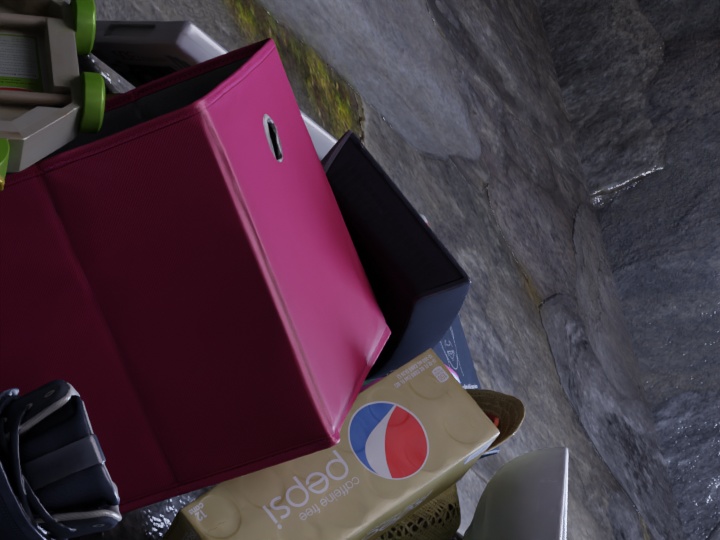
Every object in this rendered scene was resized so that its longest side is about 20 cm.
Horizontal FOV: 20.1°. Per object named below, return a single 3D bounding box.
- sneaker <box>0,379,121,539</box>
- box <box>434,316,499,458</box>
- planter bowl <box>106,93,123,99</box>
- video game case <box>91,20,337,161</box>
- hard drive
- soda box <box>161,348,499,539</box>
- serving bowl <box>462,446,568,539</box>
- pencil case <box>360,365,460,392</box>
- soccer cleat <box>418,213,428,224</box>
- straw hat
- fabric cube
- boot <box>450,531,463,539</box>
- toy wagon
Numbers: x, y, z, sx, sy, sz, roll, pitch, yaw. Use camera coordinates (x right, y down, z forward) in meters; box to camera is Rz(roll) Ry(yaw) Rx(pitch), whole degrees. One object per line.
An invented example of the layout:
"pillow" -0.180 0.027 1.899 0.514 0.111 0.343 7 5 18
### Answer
"sneaker" -0.192 0.105 0.899 0.202 0.146 0.077 -27 99 -73
"box" 0.028 0.080 1.751 0.148 0.107 0.201 8 64 -72
"planter bowl" -0.115 -0.052 1.348 0.200 0.083 0.201 36 34 -30
"video game case" -0.087 -0.107 1.416 0.200 0.023 0.182 38 -11 -27
"hard drive" 0.000 0.000 1.322 0.135 0.042 0.200 52 -20 8
"soda box" -0.018 0.126 1.152 0.200 0.064 0.068 -30 74 -36
"serving bowl" 0.097 0.212 1.304 0.200 0.066 0.201 2 90 -83
"pencil case" 0.002 0.142 1.477 0.200 0.088 0.088 -62 143 -21
"soccer cleat" -0.030 -0.005 1.499 0.085 0.200 0.069 -12 84 -41
"straw hat" 0.017 0.149 1.318 0.201 0.200 0.085 -59 137 -70
"fabric cube" -0.117 0.006 1.166 0.196 0.199 0.200 -59 128 -72
"boot" 0.053 0.260 1.558 0.200 0.072 0.182 88 -2 -49
"toy wagon" -0.212 -0.096 1.053 0.200 0.154 0.040 -104 -157 -45
